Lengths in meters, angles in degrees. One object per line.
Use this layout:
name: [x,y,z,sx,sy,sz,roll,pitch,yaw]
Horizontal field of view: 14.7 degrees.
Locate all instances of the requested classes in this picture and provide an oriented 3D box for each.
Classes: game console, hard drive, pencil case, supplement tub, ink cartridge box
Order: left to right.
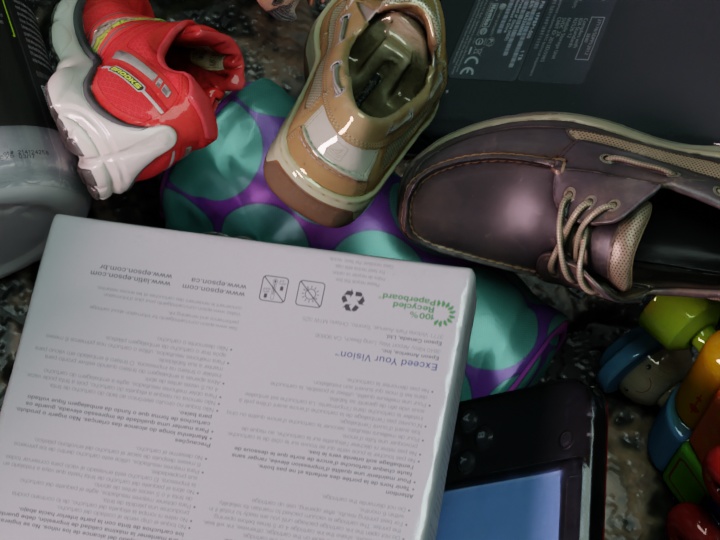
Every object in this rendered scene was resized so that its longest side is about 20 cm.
supplement tub: [-0.210,-0.100,1.310,0.122,0.123,0.200,-13,71,-16]
ink cartridge box: [-0.061,0.082,1.211,0.199,0.041,0.200,8,66,11]
pencil case: [0.000,0.000,1.330,0.200,0.085,0.092,38,102,5]
game console: [0.006,0.139,1.212,0.119,0.172,0.200,24,61,-42]
hard drive: [0.124,-0.113,1.369,0.200,0.033,0.140,6,60,33]

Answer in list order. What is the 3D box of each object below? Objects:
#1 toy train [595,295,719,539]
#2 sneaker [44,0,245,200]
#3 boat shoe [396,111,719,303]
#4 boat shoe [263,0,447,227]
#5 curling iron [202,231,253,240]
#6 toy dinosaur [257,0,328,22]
toy train: [0.174,0.047,1.284,0.085,0.200,0.116,-29,71,-21]
sneaker: [-0.095,-0.089,1.306,0.085,0.200,0.077,-20,114,3]
boat shoe: [0.115,-0.026,1.258,0.199,0.075,0.073,2,22,4]
boat shoe: [0.014,-0.098,1.308,0.072,0.076,0.200,29,34,-9]
curling iron: [-0.115,0.061,1.280,0.200,0.026,0.050,-47,57,-3]
toy dinosaur: [-0.037,-0.237,1.372,0.135,0.086,0.200,-22,67,-13]
